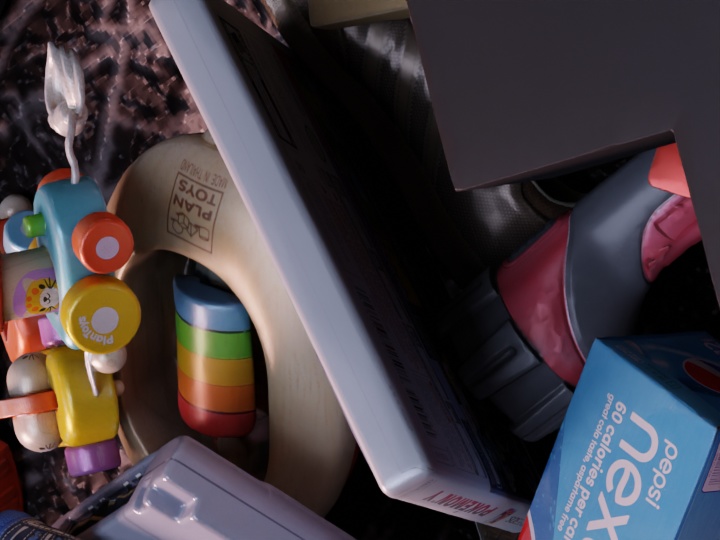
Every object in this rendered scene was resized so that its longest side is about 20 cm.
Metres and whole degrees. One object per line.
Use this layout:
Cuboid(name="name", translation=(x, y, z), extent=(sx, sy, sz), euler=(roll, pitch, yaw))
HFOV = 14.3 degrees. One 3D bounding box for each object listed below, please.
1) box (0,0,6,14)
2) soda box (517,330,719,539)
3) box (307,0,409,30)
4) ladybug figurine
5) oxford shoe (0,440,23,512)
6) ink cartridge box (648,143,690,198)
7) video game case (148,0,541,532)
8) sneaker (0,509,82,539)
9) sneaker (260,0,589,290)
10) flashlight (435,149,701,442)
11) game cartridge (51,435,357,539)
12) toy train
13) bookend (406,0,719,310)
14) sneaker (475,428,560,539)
Cuboid(name="box", translation=(-0.284, -0.113, 1.238), extent=(0.200, 0.149, 0.124), euler=(37, 125, 14))
Cuboid(name="soda box", translation=(0.094, 0.125, 1.054), extent=(0.068, 0.064, 0.200), euler=(38, 117, 40))
Cuboid(name="box", translation=(0.063, -0.183, 1.037), extent=(0.200, 0.021, 0.164), euler=(-9, 83, 31))
Cuboid(name="ladybug figurine", translation=(-0.046, 0.025, 1.183), extent=(0.136, 0.072, 0.200), euler=(26, 129, 32))
Cuboid(name="oxford shoe", translation=(-0.208, 0.051, 1.296), extent=(0.073, 0.071, 0.200), euler=(15, 123, 32))
Cuboid(name="ink cartridge box", translation=(0.209, -0.073, 0.965), extent=(0.200, 0.057, 0.163), euler=(18, 96, 12))
Cuboid(name="video game case", translation=(0.000, 0.000, 1.065), extent=(0.023, 0.182, 0.200), euler=(-30, 73, 11))
Cuboid(name="sneaker", translation=(-0.151, 0.148, 1.201), extent=(0.085, 0.077, 0.200), euler=(37, 146, -2))
Cuboid(name="sneaker", translation=(0.028, -0.084, 1.120), extent=(0.076, 0.070, 0.200), euler=(-33, 94, 18))
Cuboid(name="flashlight", translation=(0.122, -0.018, 1.054), extent=(0.200, 0.068, 0.068), euler=(-38, 49, 19))
Cuboid(name="game cartridge", translation=(-0.054, 0.133, 1.183), extent=(0.133, 0.041, 0.200), euler=(37, 154, -9))
Cuboid(name="toy train", translation=(-0.139, 0.003, 1.183), extent=(0.200, 0.056, 0.150), euler=(108, 146, -59))
Cuboid(name="bookend", translation=(0.121, -0.048, 0.939), extent=(0.199, 0.092, 0.200), euler=(-16, 87, 31))
Cuboid(name="sneaker", translation=(0.113, 0.119, 1.141), extent=(0.073, 0.085, 0.200), euler=(-54, 55, 36))
